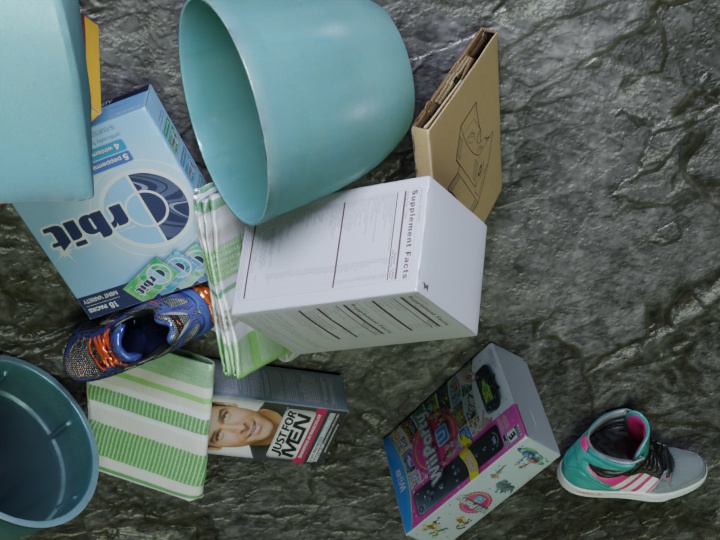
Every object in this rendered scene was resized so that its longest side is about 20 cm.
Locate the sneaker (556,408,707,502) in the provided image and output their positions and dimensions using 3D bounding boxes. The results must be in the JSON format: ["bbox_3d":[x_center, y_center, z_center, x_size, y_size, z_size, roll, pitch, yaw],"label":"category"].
[{"bbox_3d":[0.357,0.229,1.723,0.199,0.084,0.121,0,142,-11],"label":"sneaker"}]

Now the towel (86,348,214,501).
[{"bbox_3d":[-0.233,0.158,1.497,0.152,0.023,0.201,17,124,13],"label":"towel"}]

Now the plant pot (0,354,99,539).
[{"bbox_3d":[-0.421,0.225,1.474,0.200,0.201,0.196,29,129,-33],"label":"plant pot"}]

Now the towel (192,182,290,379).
[{"bbox_3d":[-0.083,-0.006,1.333,0.149,0.031,0.201,-23,119,-31],"label":"towel"}]

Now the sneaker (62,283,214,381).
[{"bbox_3d":[-0.237,0.066,1.386,0.199,0.078,0.076,-27,97,32],"label":"sneaker"}]

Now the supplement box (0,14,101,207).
[{"bbox_3d":[-0.359,-0.162,1.155,0.200,0.133,0.197,-38,129,22],"label":"supplement box"}]

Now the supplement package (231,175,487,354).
[{"bbox_3d":[0.000,0.000,1.233,0.199,0.114,0.109,-7,154,33],"label":"supplement package"}]

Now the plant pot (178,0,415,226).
[{"bbox_3d":[-0.049,-0.157,1.198,0.160,0.201,0.201,-17,137,-21],"label":"plant pot"}]

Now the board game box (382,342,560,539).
[{"bbox_3d":[0.125,0.207,1.599,0.064,0.148,0.200,26,121,-33],"label":"board game box"}]

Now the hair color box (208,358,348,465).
[{"bbox_3d":[-0.125,0.161,1.559,0.199,0.061,0.099,9,130,-20],"label":"hair color box"}]

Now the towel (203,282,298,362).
[{"bbox_3d":[-0.099,0.004,1.431,0.199,0.048,0.171,27,124,-31],"label":"towel"}]

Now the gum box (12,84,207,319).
[{"bbox_3d":[-0.232,-0.060,1.308,0.169,0.045,0.201,-17,126,13],"label":"gum box"}]

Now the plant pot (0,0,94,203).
[{"bbox_3d":[-0.269,-0.169,0.981,0.140,0.142,0.201,-3,132,-10],"label":"plant pot"}]

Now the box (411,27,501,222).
[{"bbox_3d":[0.097,-0.106,1.308,0.021,0.164,0.201,15,138,23],"label":"box"}]
